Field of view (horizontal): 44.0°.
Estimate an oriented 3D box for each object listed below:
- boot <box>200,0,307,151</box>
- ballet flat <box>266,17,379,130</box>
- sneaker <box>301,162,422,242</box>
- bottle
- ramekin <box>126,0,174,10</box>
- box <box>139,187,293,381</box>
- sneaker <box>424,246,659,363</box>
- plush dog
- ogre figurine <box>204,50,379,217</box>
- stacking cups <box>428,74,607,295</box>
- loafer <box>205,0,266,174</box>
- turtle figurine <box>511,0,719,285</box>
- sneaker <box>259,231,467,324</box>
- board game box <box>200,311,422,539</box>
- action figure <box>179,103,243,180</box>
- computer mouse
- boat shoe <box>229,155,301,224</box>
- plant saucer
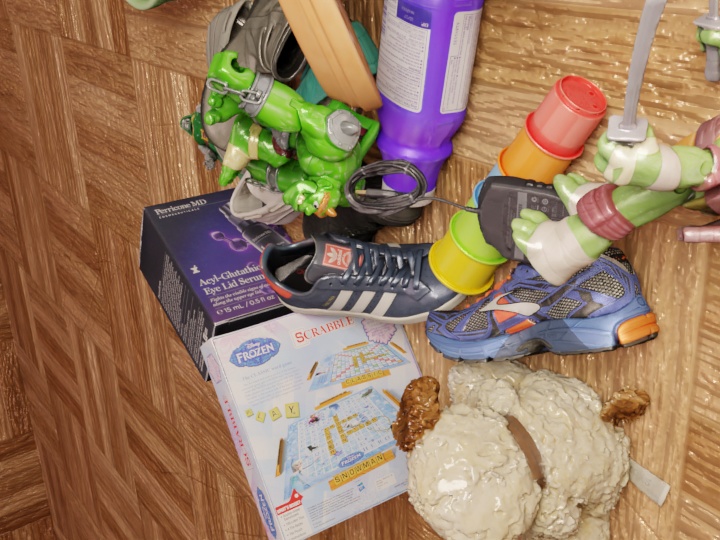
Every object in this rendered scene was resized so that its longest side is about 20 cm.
[{"bbox_3d":[-0.089,-0.194,0.833,0.200,0.068,0.131,-64,24,12],"label":"boot"},{"bbox_3d":[-0.036,-0.163,0.862,0.070,0.067,0.200,53,149,1],"label":"ballet flat"},{"bbox_3d":[-0.002,-0.047,0.868,0.200,0.060,0.104,36,130,54],"label":"sneaker"},{"bbox_3d":[0.050,-0.149,0.726,0.084,0.065,0.200,48,142,46],"label":"bottle"},{"bbox_3d":[-0.217,-0.400,0.998,0.200,0.098,0.200,33,131,47],"label":"ramekin"},{"bbox_3d":[-0.155,0.009,1.050,0.200,0.148,0.104,52,143,30],"label":"box"},{"bbox_3d":[0.131,0.026,0.680,0.200,0.075,0.079,-11,84,43],"label":"sneaker"},{"bbox_3d":[0.113,0.146,0.665,0.200,0.172,0.160,65,148,15],"label":"plush dog"},{"bbox_3d":[-0.054,-0.104,0.723,0.120,0.098,0.200,20,146,8],"label":"ogre figurine"},{"bbox_3d":[0.113,-0.062,0.672,0.061,0.060,0.200,57,146,24],"label":"stacking cups"},{"bbox_3d":[-0.128,-0.199,0.954,0.070,0.070,0.200,-34,61,48],"label":"loafer"},{"bbox_3d":[0.162,-0.087,0.494,0.194,0.200,0.144,-37,34,47],"label":"turtle figurine"},{"bbox_3d":[0.000,0.000,0.787,0.200,0.085,0.075,-6,61,24],"label":"sneaker"},{"bbox_3d":[-0.027,0.133,0.858,0.041,0.200,0.200,-33,76,58],"label":"board game box"},{"bbox_3d":[-0.166,-0.160,1.078,0.200,0.055,0.118,29,123,50],"label":"action figure"},{"bbox_3d":[0.079,-0.048,0.650,0.200,0.034,0.059,15,119,26],"label":"computer mouse"},{"bbox_3d":[-0.080,-0.094,0.876,0.200,0.066,0.072,155,109,-64],"label":"boat shoe"},{"bbox_3d":[-0.039,-0.209,0.665,0.200,0.037,0.200,-24,-90,-84],"label":"plant saucer"}]
